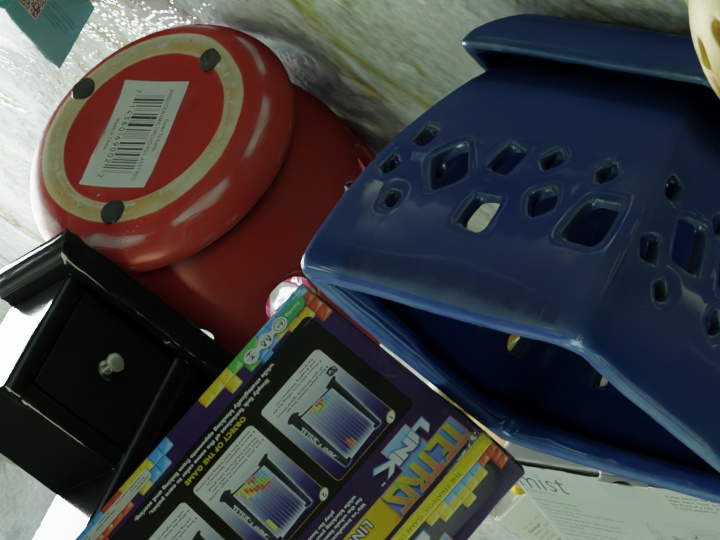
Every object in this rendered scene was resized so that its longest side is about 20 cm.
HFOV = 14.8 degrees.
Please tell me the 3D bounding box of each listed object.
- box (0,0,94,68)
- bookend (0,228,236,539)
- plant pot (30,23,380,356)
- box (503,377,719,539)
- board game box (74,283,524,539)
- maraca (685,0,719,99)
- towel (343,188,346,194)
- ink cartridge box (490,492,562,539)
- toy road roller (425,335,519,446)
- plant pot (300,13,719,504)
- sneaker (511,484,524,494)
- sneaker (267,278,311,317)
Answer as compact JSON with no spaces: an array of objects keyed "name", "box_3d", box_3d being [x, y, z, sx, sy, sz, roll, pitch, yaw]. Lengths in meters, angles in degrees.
[{"name":"box","box_3d":[-0.274,-0.195,1.779,0.200,0.049,0.082,21,165,28]},{"name":"bookend","box_3d":[-0.155,0.119,1.598,0.200,0.199,0.092,39,146,-18]},{"name":"plant pot","box_3d":[-0.087,-0.036,1.694,0.200,0.201,0.183,18,157,37]},{"name":"box","box_3d":[0.211,0.138,1.614,0.200,0.097,0.177,4,142,46]},{"name":"board game box","box_3d":[-0.037,0.129,1.477,0.165,0.200,0.057,39,176,39]},{"name":"maraca","box_3d":[0.197,-0.101,1.073,0.137,0.107,0.200,21,167,-6]},{"name":"towel","box_3d":[-0.074,-0.019,1.936,0.146,0.030,0.200,-5,162,4]},{"name":"ink cartridge box","box_3d":[0.163,0.157,2.055,0.200,0.067,0.116,33,-150,-21]},{"name":"toy road roller","box_3d":[0.153,0.079,1.808,0.146,0.123,0.200,24,171,-39]},{"name":"plant pot","box_3d":[0.127,-0.013,1.381,0.200,0.180,0.200,15,161,46]},{"name":"sneaker","box_3d":[0.085,0.069,1.913,0.200,0.082,0.078,54,164,-13]},{"name":"sneaker","box_3d":[0.000,0.000,1.837,0.200,0.088,0.081,7,118,66]}]
